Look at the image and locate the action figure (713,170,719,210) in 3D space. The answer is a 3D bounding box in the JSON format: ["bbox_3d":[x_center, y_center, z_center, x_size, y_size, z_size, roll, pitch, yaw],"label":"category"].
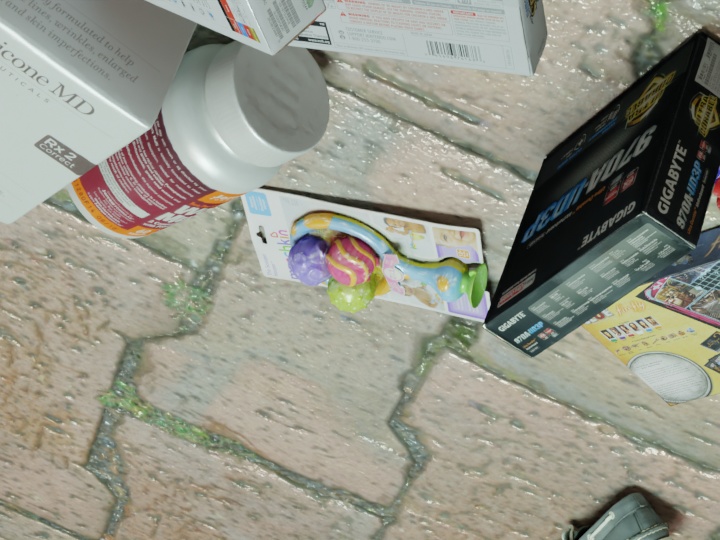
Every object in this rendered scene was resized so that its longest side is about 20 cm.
[{"bbox_3d":[0.275,-0.086,1.541,0.065,0.052,0.200,27,151,0],"label":"action figure"}]

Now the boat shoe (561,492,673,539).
[{"bbox_3d":[0.211,0.246,2.051,0.062,0.072,0.200,66,153,11],"label":"boat shoe"}]

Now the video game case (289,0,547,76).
[{"bbox_3d":[0.008,-0.206,1.431,0.199,0.046,0.182,9,147,18],"label":"video game case"}]

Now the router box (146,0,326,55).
[{"bbox_3d":[-0.125,-0.239,1.378,0.179,0.049,0.201,28,153,42],"label":"router box"}]

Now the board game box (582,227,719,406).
[{"bbox_3d":[0.268,0.031,1.721,0.199,0.035,0.135,-19,130,44],"label":"board game box"}]

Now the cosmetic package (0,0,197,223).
[{"bbox_3d":[-0.230,-0.167,1.592,0.164,0.166,0.200,35,144,-22],"label":"cosmetic package"}]

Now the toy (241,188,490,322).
[{"bbox_3d":[0.000,0.000,1.810,0.199,0.047,0.116,9,143,17],"label":"toy"}]

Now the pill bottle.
[{"bbox_3d":[-0.120,-0.099,1.680,0.109,0.110,0.199,40,142,-27],"label":"pill bottle"}]

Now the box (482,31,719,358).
[{"bbox_3d":[0.170,-0.048,1.551,0.046,0.160,0.200,31,146,-14],"label":"box"}]
